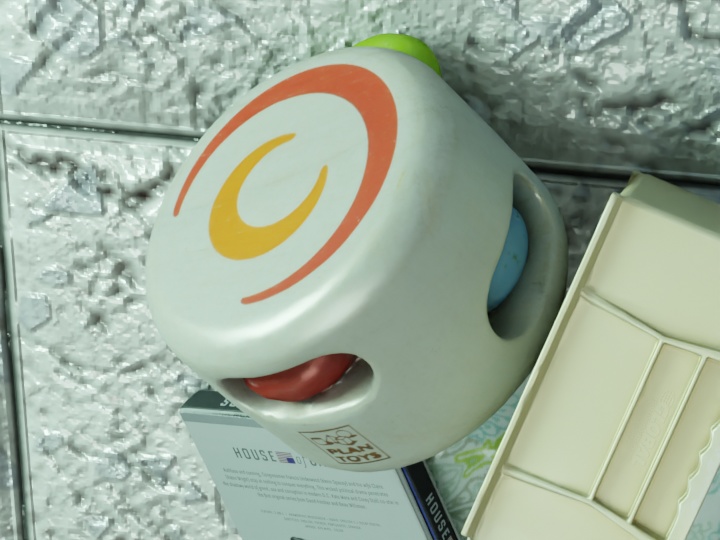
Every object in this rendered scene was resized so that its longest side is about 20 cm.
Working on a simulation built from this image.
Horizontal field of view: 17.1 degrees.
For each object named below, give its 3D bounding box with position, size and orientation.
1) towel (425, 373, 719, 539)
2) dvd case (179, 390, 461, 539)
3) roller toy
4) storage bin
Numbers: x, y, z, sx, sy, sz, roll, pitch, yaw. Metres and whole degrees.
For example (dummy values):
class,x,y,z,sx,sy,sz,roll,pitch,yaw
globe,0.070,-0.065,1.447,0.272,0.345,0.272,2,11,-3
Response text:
class,x,y,z,sx,sy,sz,roll,pitch,yaw
towel,0.110,0.100,1.297,0.199,0.048,0.172,2,123,9
dvd case,-0.005,0.155,1.333,0.150,0.025,0.200,2,126,40
roller toy,0.000,0.000,1.164,0.200,0.182,0.140,-45,128,4
storage bin,0.129,0.061,1.136,0.093,0.200,0.199,24,99,6
